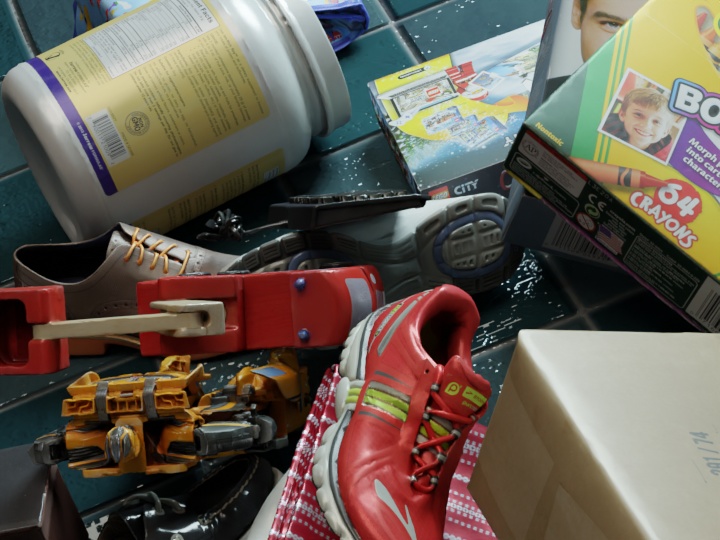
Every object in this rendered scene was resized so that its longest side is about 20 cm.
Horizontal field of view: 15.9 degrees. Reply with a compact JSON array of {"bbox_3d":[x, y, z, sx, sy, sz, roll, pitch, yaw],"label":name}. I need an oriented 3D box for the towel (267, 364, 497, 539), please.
[{"bbox_3d":[0.025,0.145,1.388,0.145,0.022,0.200,23,44,-5],"label":"towel"}]

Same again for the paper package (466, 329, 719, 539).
[{"bbox_3d":[0.177,0.126,1.289,0.191,0.104,0.200,2,31,-24],"label":"paper package"}]

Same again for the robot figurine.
[{"bbox_3d":[-0.105,0.081,1.471,0.145,0.058,0.200,-5,1,16],"label":"robot figurine"}]

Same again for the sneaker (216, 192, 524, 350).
[{"bbox_3d":[0.000,0.000,1.590,0.200,0.075,0.087,-12,9,-20],"label":"sneaker"}]

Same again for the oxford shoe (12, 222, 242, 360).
[{"bbox_3d":[-0.128,0.009,1.630,0.200,0.073,0.071,-5,39,15],"label":"oxford shoe"}]

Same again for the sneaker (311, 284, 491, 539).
[{"bbox_3d":[0.029,0.082,1.358,0.085,0.077,0.200,-32,36,31],"label":"sneaker"}]

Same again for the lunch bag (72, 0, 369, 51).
[{"bbox_3d":[-0.097,-0.191,1.871,0.200,0.094,0.151,-16,35,-18],"label":"lunch bag"}]

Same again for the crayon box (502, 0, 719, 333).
[{"bbox_3d":[0.215,-0.062,1.517,0.200,0.058,0.173,40,61,10],"label":"crayon box"}]

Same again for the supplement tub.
[{"bbox_3d":[-0.122,-0.109,1.714,0.200,0.145,0.145,-28,39,-12],"label":"supplement tub"}]

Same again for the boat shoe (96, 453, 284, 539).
[{"bbox_3d":[-0.124,0.160,1.440,0.200,0.060,0.074,-42,16,-27],"label":"boat shoe"}]

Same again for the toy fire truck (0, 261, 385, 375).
[{"bbox_3d":[-0.098,0.026,1.467,0.200,0.049,0.141,-4,1,18],"label":"toy fire truck"}]

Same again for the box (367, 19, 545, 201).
[{"bbox_3d":[0.118,-0.109,1.705,0.200,0.038,0.137,-20,39,-2],"label":"box"}]

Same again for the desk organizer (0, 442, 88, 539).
[{"bbox_3d":[-0.264,0.166,1.489,0.200,0.077,0.072,-11,38,9],"label":"desk organizer"}]

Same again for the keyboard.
[{"bbox_3d":[-0.034,-0.036,1.577,0.127,0.021,0.200,-12,3,-9],"label":"keyboard"}]

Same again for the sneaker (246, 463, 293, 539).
[{"bbox_3d":[-0.023,0.166,1.414,0.088,0.075,0.200,26,49,17],"label":"sneaker"}]

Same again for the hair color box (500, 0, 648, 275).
[{"bbox_3d":[0.156,-0.102,1.595,0.099,0.061,0.200,15,59,-3],"label":"hair color box"}]
